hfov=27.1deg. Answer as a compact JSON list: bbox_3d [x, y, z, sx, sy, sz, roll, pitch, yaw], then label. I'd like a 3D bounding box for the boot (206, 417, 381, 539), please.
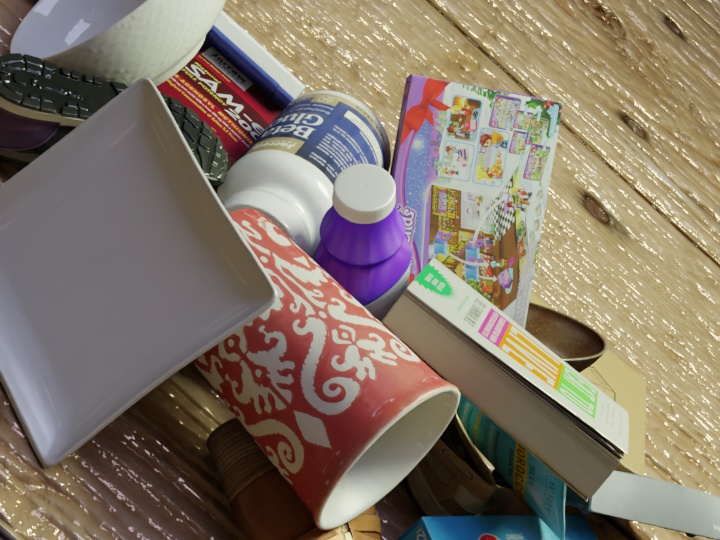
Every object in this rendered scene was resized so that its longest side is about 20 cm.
[{"bbox_3d":[-0.006,0.169,1.108,0.199,0.077,0.156,-3,53,-46],"label":"boot"}]

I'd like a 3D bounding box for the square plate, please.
[{"bbox_3d":[-0.176,0.001,1.026,0.199,0.199,0.028,58,8,22],"label":"square plate"}]

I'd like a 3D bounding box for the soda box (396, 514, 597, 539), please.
[{"bbox_3d":[0.110,0.237,1.174,0.199,0.064,0.068,9,45,-44],"label":"soda box"}]

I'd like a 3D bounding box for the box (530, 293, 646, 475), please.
[{"bbox_3d":[0.201,0.105,1.468,0.199,0.021,0.164,37,32,-13],"label":"box"}]

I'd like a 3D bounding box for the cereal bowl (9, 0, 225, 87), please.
[{"bbox_3d":[-0.190,-0.207,1.250,0.084,0.199,0.201,55,24,-30],"label":"cereal bowl"}]

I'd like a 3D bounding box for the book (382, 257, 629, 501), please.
[{"bbox_3d":[0.114,0.075,1.143,0.199,0.048,0.134,38,17,3],"label":"book"}]

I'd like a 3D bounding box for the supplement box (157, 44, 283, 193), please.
[{"bbox_3d":[-0.146,-0.114,1.299,0.109,0.061,0.200,41,31,-3],"label":"supplement box"}]

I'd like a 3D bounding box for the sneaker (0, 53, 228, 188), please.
[{"bbox_3d":[-0.205,-0.098,1.175,0.198,0.088,0.076,20,41,-15],"label":"sneaker"}]

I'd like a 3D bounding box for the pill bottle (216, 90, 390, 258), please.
[{"bbox_3d":[-0.054,-0.062,1.236,0.111,0.111,0.200,40,34,-5],"label":"pill bottle"}]

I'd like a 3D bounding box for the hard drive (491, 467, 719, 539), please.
[{"bbox_3d":[0.221,0.193,1.293,0.199,0.134,0.043,18,84,-39],"label":"hard drive"}]

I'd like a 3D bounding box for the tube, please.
[{"bbox_3d":[0.125,0.141,1.236,0.050,0.078,0.200,-13,25,-18],"label":"tube"}]

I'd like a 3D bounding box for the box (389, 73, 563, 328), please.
[{"bbox_3d":[0.090,-0.058,1.289,0.135,0.202,0.039,10,0,-6],"label":"box"}]

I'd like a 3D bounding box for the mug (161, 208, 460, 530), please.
[{"bbox_3d":[-0.041,0.069,1.065,0.200,0.133,0.178,45,-4,19],"label":"mug"}]

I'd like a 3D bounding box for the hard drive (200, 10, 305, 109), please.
[{"bbox_3d":[-0.138,-0.220,1.397,0.200,0.025,0.132,42,-7,-3],"label":"hard drive"}]

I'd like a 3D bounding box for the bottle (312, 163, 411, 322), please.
[{"bbox_3d":[0.000,0.000,1.167,0.065,0.201,0.083,36,60,23],"label":"bottle"}]

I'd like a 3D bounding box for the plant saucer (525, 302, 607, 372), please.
[{"bbox_3d":[0.121,0.060,1.341,0.198,0.037,0.201,10,14,-2],"label":"plant saucer"}]

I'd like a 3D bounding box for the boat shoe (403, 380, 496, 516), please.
[{"bbox_3d":[0.053,0.113,1.242,0.071,0.076,0.201,-5,55,-50],"label":"boat shoe"}]
